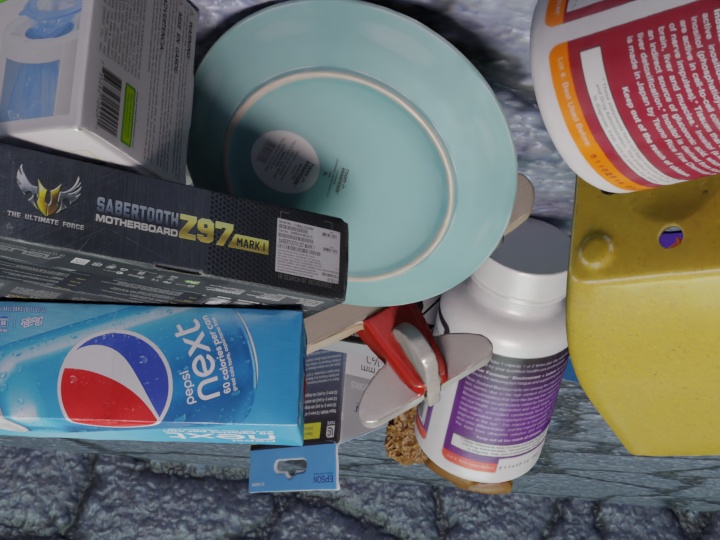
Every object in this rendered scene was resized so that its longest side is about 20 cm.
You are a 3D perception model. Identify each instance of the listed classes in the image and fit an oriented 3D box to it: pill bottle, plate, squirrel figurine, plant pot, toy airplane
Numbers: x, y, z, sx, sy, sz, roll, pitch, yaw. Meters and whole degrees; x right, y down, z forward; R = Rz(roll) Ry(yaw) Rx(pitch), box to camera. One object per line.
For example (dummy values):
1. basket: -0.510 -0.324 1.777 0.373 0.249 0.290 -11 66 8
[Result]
1. pill bottle: 0.112 0.062 1.027 0.110 0.112 0.201 6 125 -6
2. pill bottle: 0.181 -0.105 0.554 0.199 0.114 0.112 -10 159 44
3. plate: -0.011 -0.056 0.724 0.198 0.026 0.201 9 127 12
4. squirrel figurine: 0.125 0.186 1.587 0.198 0.143 0.187 5 158 -11
5. plant pot: 0.215 -0.012 0.753 0.193 0.197 0.200 -6 155 33
6. toy airplane: 0.000 0.000 0.847 0.197 0.201 0.142 5 138 23

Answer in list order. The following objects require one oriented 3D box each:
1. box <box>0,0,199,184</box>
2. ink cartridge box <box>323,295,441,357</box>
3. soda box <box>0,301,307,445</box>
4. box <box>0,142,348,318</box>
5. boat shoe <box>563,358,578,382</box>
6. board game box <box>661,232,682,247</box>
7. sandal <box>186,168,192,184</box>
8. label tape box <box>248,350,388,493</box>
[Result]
1. box: -0.199 -0.098 0.681 0.198 0.114 0.101 -4 163 22
2. ink cartridge box: -0.017 0.019 1.090 0.198 0.095 0.044 11 164 -21
3. soda box: -0.129 0.057 0.698 0.198 0.065 0.068 1 164 0
4. box: -0.129 -0.004 0.696 0.199 0.051 0.157 12 160 -29
5. boat shoe: 0.218 0.066 1.258 0.198 0.069 0.084 13 150 -11
6. board game box: 0.256 0.019 1.109 0.133 0.045 0.200 -3 163 23
7. sandal: -0.216 -0.077 0.893 0.201 0.050 0.082 -3 -177 -24
8. label tape box: -0.037 0.116 1.243 0.066 0.202 0.143 15 161 -37
